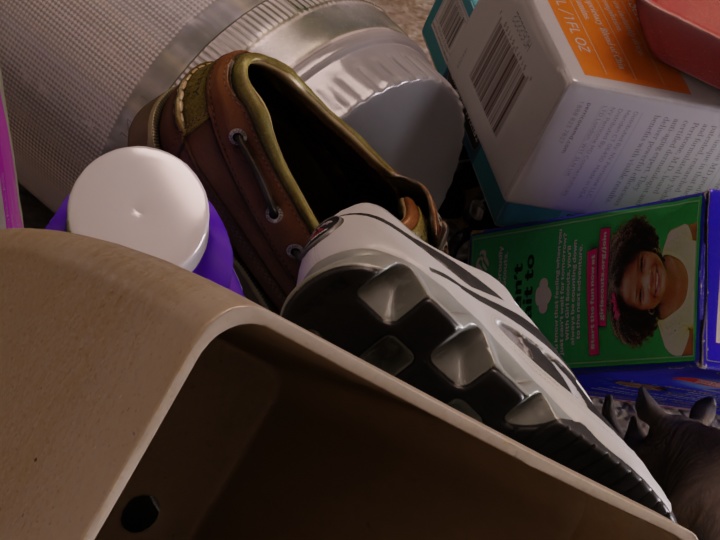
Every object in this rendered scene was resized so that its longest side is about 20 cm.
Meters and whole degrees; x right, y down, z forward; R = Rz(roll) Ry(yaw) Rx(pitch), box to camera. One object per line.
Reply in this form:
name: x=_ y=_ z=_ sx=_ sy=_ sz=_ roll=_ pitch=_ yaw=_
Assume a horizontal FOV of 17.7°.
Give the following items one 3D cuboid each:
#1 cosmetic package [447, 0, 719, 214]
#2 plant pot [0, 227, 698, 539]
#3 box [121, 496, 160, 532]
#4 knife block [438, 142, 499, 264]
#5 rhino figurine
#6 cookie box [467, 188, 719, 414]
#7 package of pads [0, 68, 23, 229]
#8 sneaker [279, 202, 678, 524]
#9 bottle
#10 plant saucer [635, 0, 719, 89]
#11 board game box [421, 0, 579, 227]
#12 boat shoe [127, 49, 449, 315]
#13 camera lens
cosmetic package: x=0.151 y=-0.074 z=1.053 sx=0.199 sy=0.071 sz=0.102 roll=8 pitch=40 yaw=-26
plant pot: x=-0.060 y=0.098 z=0.690 sx=0.200 sy=0.200 sz=0.177 roll=29 pitch=3 yaw=-38
box: x=0.031 y=0.141 z=0.858 sx=0.200 sy=0.048 sz=0.193 roll=-1 pitch=35 yaw=-35
knife block: x=0.081 y=-0.051 z=1.187 sx=0.175 sy=0.064 sz=0.200 roll=19 pitch=31 yaw=-11
rhino figurine: x=0.146 y=0.115 z=0.937 sx=0.060 sy=0.088 sz=0.200 roll=5 pitch=34 yaw=-30
cookie box: x=0.163 y=0.020 z=1.013 sx=0.171 sy=0.075 sz=0.200 roll=8 pitch=-8 yaw=-25
package of pads: x=-0.164 y=0.012 z=0.821 sx=0.068 sy=0.155 sz=0.200 roll=-2 pitch=29 yaw=1
sneaker: x=0.054 y=0.051 z=0.835 sx=0.200 sy=0.074 sz=0.089 roll=50 pitch=21 yaw=-19
bottle: x=-0.081 y=0.011 z=0.845 sx=0.065 sy=0.200 sz=0.084 roll=-40 pitch=79 yaw=-16
plant saucer: x=0.215 y=-0.114 z=1.052 sx=0.199 sy=0.037 sz=0.200 roll=25 pitch=36 yaw=-4
board game box: x=0.143 y=-0.072 z=1.147 sx=0.199 sy=0.047 sz=0.151 roll=10 pitch=39 yaw=-24
boat shoe: x=0.000 y=0.000 z=0.883 sx=0.200 sy=0.068 sz=0.072 roll=43 pitch=46 yaw=-20
camera lens: x=-0.074 y=-0.078 z=1.023 sx=0.200 sy=0.160 sz=0.160 roll=38 pitch=32 yaw=25
